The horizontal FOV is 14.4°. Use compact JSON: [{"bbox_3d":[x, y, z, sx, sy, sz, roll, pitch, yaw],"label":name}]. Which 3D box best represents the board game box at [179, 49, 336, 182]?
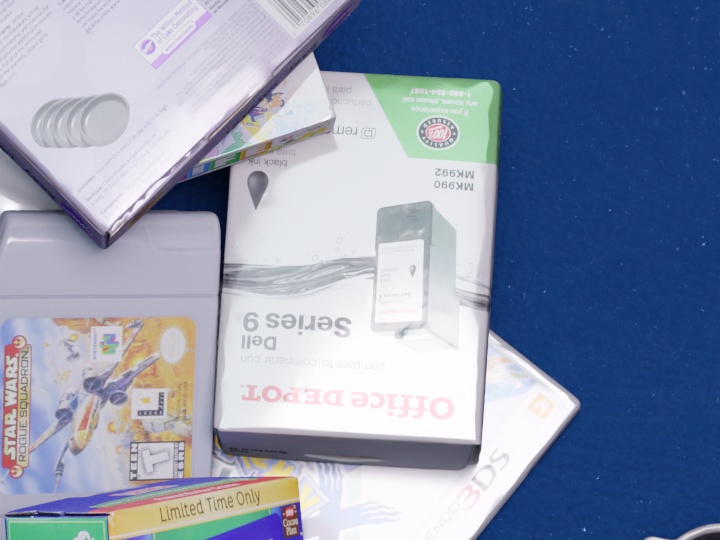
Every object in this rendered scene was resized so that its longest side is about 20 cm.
[{"bbox_3d":[-0.110,-0.147,1.496,0.134,0.034,0.200,-20,82,-9],"label":"board game box"}]

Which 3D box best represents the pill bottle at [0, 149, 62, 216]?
[{"bbox_3d":[-0.168,-0.082,1.559,0.119,0.120,0.200,24,79,5],"label":"pill bottle"}]

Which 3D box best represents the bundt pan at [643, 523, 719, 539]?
[{"bbox_3d":[0.191,0.238,1.510,0.201,0.076,0.202,0,78,1],"label":"bundt pan"}]

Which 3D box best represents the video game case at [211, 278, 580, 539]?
[{"bbox_3d":[-0.012,0.082,1.573,0.200,0.022,0.182,38,81,8],"label":"video game case"}]

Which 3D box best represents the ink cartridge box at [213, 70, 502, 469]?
[{"bbox_3d":[0.000,0.000,1.536,0.146,0.084,0.200,3,79,1],"label":"ink cartridge box"}]

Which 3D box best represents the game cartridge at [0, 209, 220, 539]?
[{"bbox_3d":[-0.144,0.068,1.509,0.133,0.042,0.200,-2,101,-20],"label":"game cartridge"}]

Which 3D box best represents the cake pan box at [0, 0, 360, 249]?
[{"bbox_3d":[-0.124,-0.143,1.452,0.184,0.052,0.200,44,79,2],"label":"cake pan box"}]

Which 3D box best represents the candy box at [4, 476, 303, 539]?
[{"bbox_3d":[-0.095,0.208,1.428,0.077,0.169,0.200,-5,90,32],"label":"candy box"}]
